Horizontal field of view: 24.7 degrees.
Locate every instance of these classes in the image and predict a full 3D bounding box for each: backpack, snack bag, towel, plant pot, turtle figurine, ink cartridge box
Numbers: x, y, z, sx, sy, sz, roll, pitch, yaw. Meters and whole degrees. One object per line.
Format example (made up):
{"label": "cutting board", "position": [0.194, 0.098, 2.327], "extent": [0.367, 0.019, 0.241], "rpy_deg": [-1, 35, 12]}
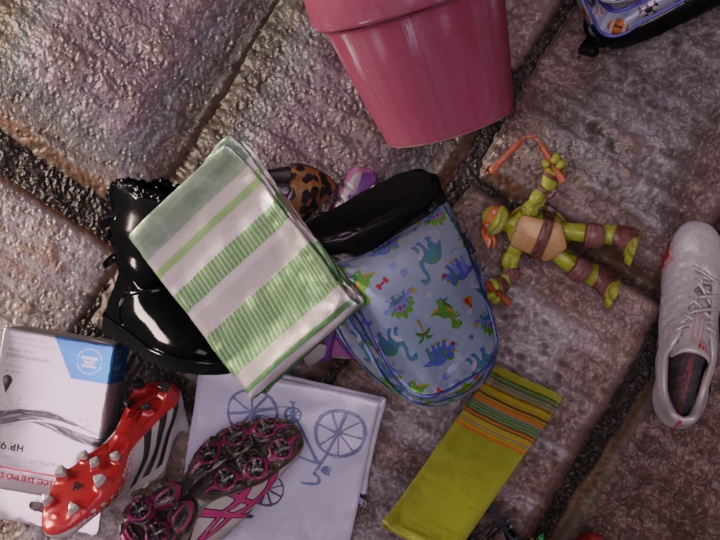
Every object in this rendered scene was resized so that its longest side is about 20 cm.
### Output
{"label": "backpack", "position": [0.046, 0.030, 1.533], "extent": [0.163, 0.154, 0.200], "rpy_deg": [-26, 114, -18]}
{"label": "snack bag", "position": [-0.083, 0.201, 1.639], "extent": [0.188, 0.021, 0.200], "rpy_deg": [11, 98, 4]}
{"label": "towel", "position": [-0.106, -0.003, 1.492], "extent": [0.153, 0.023, 0.200], "rpy_deg": [-43, 77, 20]}
{"label": "towel", "position": [0.107, 0.180, 1.568], "extent": [0.086, 0.018, 0.200], "rpy_deg": [20, 61, 37]}
{"label": "plant pot", "position": [0.060, -0.220, 1.558], "extent": [0.200, 0.200, 0.179], "rpy_deg": [-17, 105, 4]}
{"label": "turtle figurine", "position": [0.179, -0.022, 1.601], "extent": [0.161, 0.064, 0.200], "rpy_deg": [21, 104, 0]}
{"label": "ink cartridge box", "position": [-0.306, 0.162, 1.637], "extent": [0.116, 0.068, 0.200], "rpy_deg": [9, 91, 5]}
{"label": "backpack", "position": [0.266, -0.328, 1.558], "extent": [0.200, 0.154, 0.191], "rpy_deg": [-24, 78, 7]}

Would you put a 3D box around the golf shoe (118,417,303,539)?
{"label": "golf shoe", "position": [-0.139, 0.217, 1.607], "extent": [0.200, 0.092, 0.073], "rpy_deg": [-34, 56, -6]}

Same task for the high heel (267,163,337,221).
{"label": "high heel", "position": [-0.089, -0.006, 1.633], "extent": [0.142, 0.071, 0.200], "rpy_deg": [-7, 112, -24]}

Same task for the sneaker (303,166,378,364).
{"label": "sneaker", "position": [0.000, 0.000, 1.613], "extent": [0.088, 0.080, 0.200], "rpy_deg": [11, 96, -2]}

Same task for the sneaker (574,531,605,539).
{"label": "sneaker", "position": [0.236, 0.357, 1.600], "extent": [0.115, 0.078, 0.200], "rpy_deg": [15, 103, -4]}

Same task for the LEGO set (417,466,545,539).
{"label": "LEGO set", "position": [0.077, 0.276, 1.561], "extent": [0.200, 0.154, 0.116], "rpy_deg": [-35, 105, 7]}

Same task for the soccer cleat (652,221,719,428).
{"label": "soccer cleat", "position": [0.316, 0.053, 1.571], "extent": [0.069, 0.085, 0.200], "rpy_deg": [8, 91, 4]}

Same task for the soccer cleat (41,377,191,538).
{"label": "soccer cleat", "position": [-0.230, 0.191, 1.586], "extent": [0.069, 0.085, 0.200], "rpy_deg": [7, 46, 34]}

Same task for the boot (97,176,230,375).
{"label": "boot", "position": [-0.183, 0.002, 1.582], "extent": [0.198, 0.073, 0.163], "rpy_deg": [21, 107, 45]}
